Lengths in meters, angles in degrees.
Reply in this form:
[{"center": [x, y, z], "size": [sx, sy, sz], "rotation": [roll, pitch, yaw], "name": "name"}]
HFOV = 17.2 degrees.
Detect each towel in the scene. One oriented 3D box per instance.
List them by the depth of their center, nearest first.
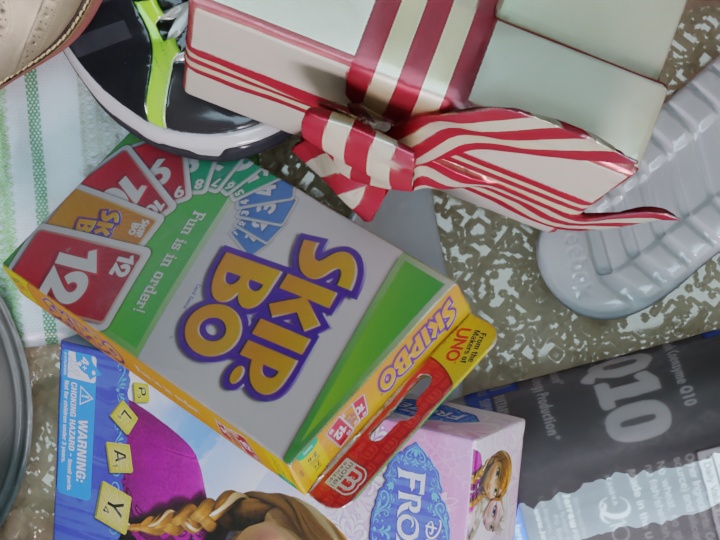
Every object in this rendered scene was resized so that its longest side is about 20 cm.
[{"center": [-0.142, -0.041, 1.022], "size": [0.199, 0.031, 0.150], "rotation": [-3, 94, 0], "name": "towel"}]

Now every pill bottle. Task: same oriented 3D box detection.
[{"center": [0.139, 0.084, 0.968], "size": [0.199, 0.114, 0.114], "rotation": [-15, 91, 2], "name": "pill bottle"}]

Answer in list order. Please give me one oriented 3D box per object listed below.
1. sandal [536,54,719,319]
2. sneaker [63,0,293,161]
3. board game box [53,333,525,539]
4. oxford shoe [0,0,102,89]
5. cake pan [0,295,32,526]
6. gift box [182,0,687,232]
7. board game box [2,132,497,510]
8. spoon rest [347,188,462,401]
[{"center": [0.163, -0.049, 0.999], "size": [0.202, 0.050, 0.083], "rotation": [-29, 74, 2], "name": "sandal"}, {"center": [-0.100, -0.124, 0.960], "size": [0.200, 0.083, 0.072], "rotation": [41, 65, 17], "name": "sneaker"}, {"center": [-0.036, 0.138, 0.950], "size": [0.199, 0.041, 0.201], "rotation": [10, 104, 31], "name": "board game box"}, {"center": [-0.161, -0.100, 0.930], "size": [0.070, 0.075, 0.200], "rotation": [47, 118, 11], "name": "oxford shoe"}, {"center": [-0.239, 0.059, 1.000], "size": [0.199, 0.037, 0.201], "rotation": [1, 103, 4], "name": "cake pan"}, {"center": [0.046, -0.109, 0.858], "size": [0.199, 0.185, 0.188], "rotation": [21, 83, 2], "name": "gift box"}, {"center": [-0.046, 0.011, 0.927], "size": [0.200, 0.030, 0.096], "rotation": [32, 72, 36], "name": "board game box"}, {"center": [0.000, 0.000, 0.991], "size": [0.099, 0.061, 0.201], "rotation": [-3, 89, -34], "name": "spoon rest"}]
